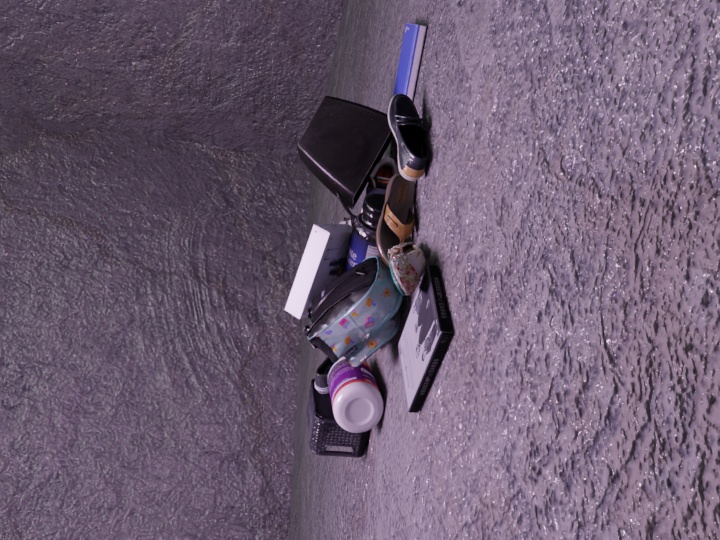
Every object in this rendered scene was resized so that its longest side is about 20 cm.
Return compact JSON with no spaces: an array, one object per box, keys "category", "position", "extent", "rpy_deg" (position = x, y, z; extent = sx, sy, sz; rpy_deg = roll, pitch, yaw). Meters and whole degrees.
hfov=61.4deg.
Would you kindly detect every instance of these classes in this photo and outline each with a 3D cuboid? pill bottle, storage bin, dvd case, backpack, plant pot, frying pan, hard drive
[{"category":"pill bottle","position":[-0.016,0.268,1.365],"extent":[0.200,0.109,0.115],"rpy_deg":[-117,35,-72]},{"category":"storage bin","position":[-0.057,0.353,1.475],"extent":[0.200,0.132,0.096],"rpy_deg":[-114,33,-71]},{"category":"dvd case","position":[0.105,0.117,1.024],"extent":[0.152,0.024,0.203],"rpy_deg":[-95,15,-48]},{"category":"backpack","position":[0.000,0.078,1.228],"extent":[0.200,0.152,0.177],"rpy_deg":[-46,16,20]},{"category":"plant pot","position":[-0.042,-0.287,1.424],"extent":[0.203,0.175,0.200],"rpy_deg":[-60,0,-2]},{"category":"frying pan","position":[0.004,-0.100,1.458],"extent":[0.193,0.030,0.115],"rpy_deg":[60,178,5]},{"category":"hard drive","position":[0.105,-0.446,1.368],"extent":[0.132,0.025,0.205],"rpy_deg":[-106,24,-66]},{"category":"pill bottle","position":[0.029,-0.056,1.313],"extent":[0.113,0.109,0.204],"rpy_deg":[-100,19,-57]}]

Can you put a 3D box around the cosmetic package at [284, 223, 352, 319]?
[{"category":"cosmetic package","position":[-0.080,-0.001,1.346],"extent":[0.150,0.051,0.204],"rpy_deg":[-8,-58,-60]}]

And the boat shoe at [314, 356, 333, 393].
[{"category":"boat shoe","position":[-0.050,0.224,1.520],"extent":[0.200,0.067,0.058],"rpy_deg":[-49,-36,-45]}]

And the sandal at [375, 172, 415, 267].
[{"category":"sandal","position":[0.081,-0.101,1.192],"extent":[0.054,0.080,0.205],"rpy_deg":[-20,56,64]}]

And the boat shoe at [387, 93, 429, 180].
[{"category":"boat shoe","position":[0.098,-0.272,1.183],"extent":[0.063,0.073,0.204],"rpy_deg":[122,149,-55]}]

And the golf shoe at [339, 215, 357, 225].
[{"category":"golf shoe","position":[-0.011,-0.113,1.634],"extent":[0.200,0.092,0.080],"rpy_deg":[123,153,-65]}]

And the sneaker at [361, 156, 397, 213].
[{"category":"sneaker","position":[0.044,-0.163,1.388],"extent":[0.080,0.076,0.205],"rpy_deg":[111,164,-73]}]

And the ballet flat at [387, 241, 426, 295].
[{"category":"ballet flat","position":[0.082,-0.015,1.066],"extent":[0.076,0.063,0.200],"rpy_deg":[56,-172,-14]}]
